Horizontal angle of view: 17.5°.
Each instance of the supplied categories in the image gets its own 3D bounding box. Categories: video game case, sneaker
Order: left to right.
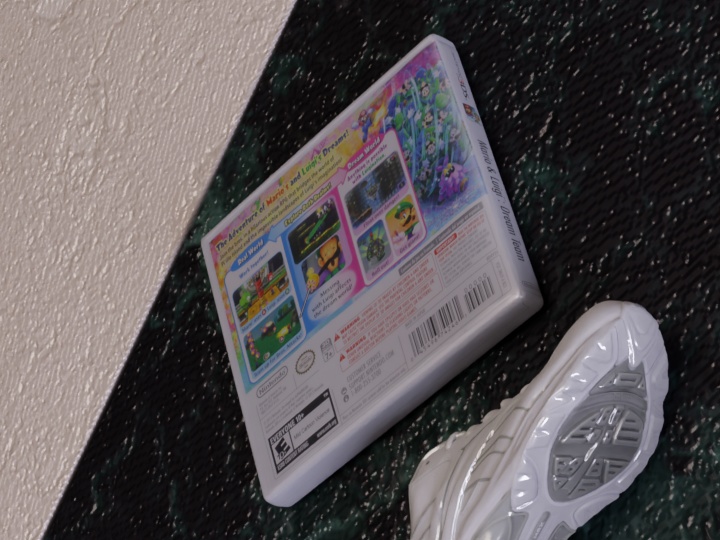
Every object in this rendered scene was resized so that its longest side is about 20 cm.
[{"bbox_3d":[0.000,0.000,1.260,0.200,0.024,0.183,-40,48,29],"label":"video game case"},{"bbox_3d":[0.068,0.093,1.111,0.201,0.078,0.099,-59,39,9],"label":"sneaker"}]
